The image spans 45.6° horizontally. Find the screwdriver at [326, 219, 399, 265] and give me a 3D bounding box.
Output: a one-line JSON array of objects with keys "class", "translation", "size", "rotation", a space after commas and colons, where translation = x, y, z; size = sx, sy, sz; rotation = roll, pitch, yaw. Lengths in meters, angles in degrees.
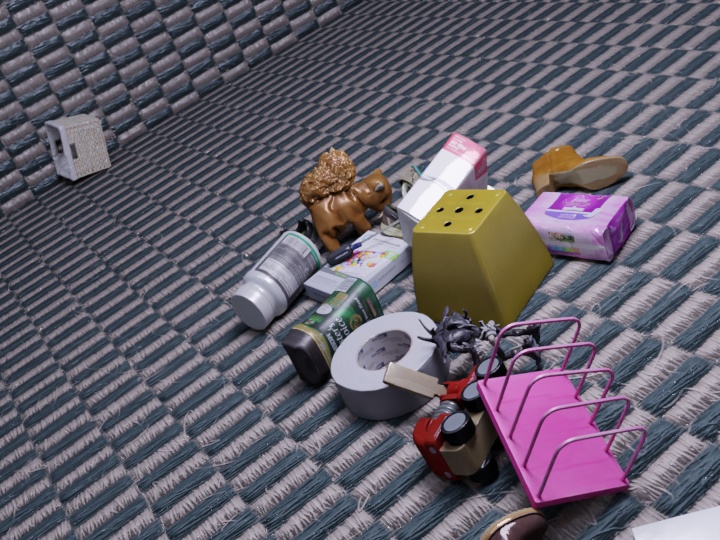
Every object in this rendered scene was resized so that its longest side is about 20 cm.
[{"class": "screwdriver", "translation": [0.016, -0.062, 1.782], "size": [0.197, 0.028, 0.030], "rotation": [-25, 72, 11]}]

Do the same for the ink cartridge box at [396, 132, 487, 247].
[{"class": "ink cartridge box", "translation": [0.163, -0.143, 1.683], "size": [0.082, 0.147, 0.201], "rotation": [33, 74, 22]}]

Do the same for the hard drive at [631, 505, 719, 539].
[{"class": "hard drive", "translation": [0.417, 0.319, 0.953], "size": [0.196, 0.027, 0.133], "rotation": [-19, 29, 11]}]

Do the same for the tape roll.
[{"class": "tape roll", "translation": [0.050, 0.159, 1.456], "size": [0.196, 0.067, 0.202], "rotation": [-19, 29, 11]}]

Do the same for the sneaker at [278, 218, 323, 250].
[{"class": "sneaker", "translation": [-0.168, -0.046, 1.932], "size": [0.199, 0.089, 0.073], "rotation": [-41, 33, -27]}]

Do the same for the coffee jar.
[{"class": "coffee jar", "translation": [-0.051, 0.110, 1.572], "size": [0.200, 0.106, 0.084], "rotation": [-43, 31, -28]}]

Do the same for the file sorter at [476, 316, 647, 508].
[{"class": "file sorter", "translation": [0.259, 0.175, 1.112], "size": [0.136, 0.127, 0.202], "rotation": [-5, 42, -16]}]

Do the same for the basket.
[{"class": "basket", "translation": [-1.034, -0.455, 3.132], "size": [0.159, 0.203, 0.198], "rotation": [-22, 25, -32]}]

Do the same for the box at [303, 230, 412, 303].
[{"class": "box", "translation": [0.000, 0.000, 1.780], "size": [0.199, 0.042, 0.155], "rotation": [-38, 31, -24]}]

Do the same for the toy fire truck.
[{"class": "toy fire truck", "translation": [0.120, 0.209, 1.280], "size": [0.197, 0.130, 0.177], "rotation": [-12, 30, 45]}]

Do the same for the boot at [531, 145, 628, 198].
[{"class": "boot", "translation": [0.445, -0.221, 1.766], "size": [0.197, 0.072, 0.145], "rotation": [-18, 32, 22]}]

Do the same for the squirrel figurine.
[{"class": "squirrel figurine", "translation": [-0.030, -0.172, 1.915], "size": [0.184, 0.202, 0.142], "rotation": [-30, 19, 15]}]

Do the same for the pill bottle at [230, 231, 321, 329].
[{"class": "pill bottle", "translation": [-0.177, 0.021, 1.800], "size": [0.111, 0.115, 0.201], "rotation": [5, 43, 41]}]

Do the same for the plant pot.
[{"class": "plant pot", "translation": [0.203, -0.035, 1.540], "size": [0.197, 0.179, 0.200], "rotation": [5, 39, 41]}]

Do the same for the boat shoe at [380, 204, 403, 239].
[{"class": "boat shoe", "translation": [0.127, -0.096, 1.782], "size": [0.196, 0.066, 0.073], "rotation": [10, 25, 28]}]

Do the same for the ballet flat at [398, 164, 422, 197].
[{"class": "ballet flat", "translation": [0.139, -0.171, 1.933], "size": [0.075, 0.068, 0.200], "rotation": [-44, 35, 5]}]

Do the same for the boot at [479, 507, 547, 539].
[{"class": "boot", "translation": [0.185, 0.389, 1.000], "size": [0.198, 0.073, 0.166], "rotation": [-33, 42, -18]}]

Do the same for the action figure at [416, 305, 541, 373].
[{"class": "action figure", "translation": [0.190, 0.121, 1.374], "size": [0.195, 0.104, 0.120], "rotation": [2, 39, 8]}]

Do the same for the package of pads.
[{"class": "package of pads", "translation": [0.394, -0.085, 1.580], "size": [0.197, 0.077, 0.121], "rotation": [8, 44, 45]}]

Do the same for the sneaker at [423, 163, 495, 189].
[{"class": "sneaker", "translation": [0.204, -0.159, 1.800], "size": [0.198, 0.066, 0.079], "rotation": [31, 69, 24]}]
